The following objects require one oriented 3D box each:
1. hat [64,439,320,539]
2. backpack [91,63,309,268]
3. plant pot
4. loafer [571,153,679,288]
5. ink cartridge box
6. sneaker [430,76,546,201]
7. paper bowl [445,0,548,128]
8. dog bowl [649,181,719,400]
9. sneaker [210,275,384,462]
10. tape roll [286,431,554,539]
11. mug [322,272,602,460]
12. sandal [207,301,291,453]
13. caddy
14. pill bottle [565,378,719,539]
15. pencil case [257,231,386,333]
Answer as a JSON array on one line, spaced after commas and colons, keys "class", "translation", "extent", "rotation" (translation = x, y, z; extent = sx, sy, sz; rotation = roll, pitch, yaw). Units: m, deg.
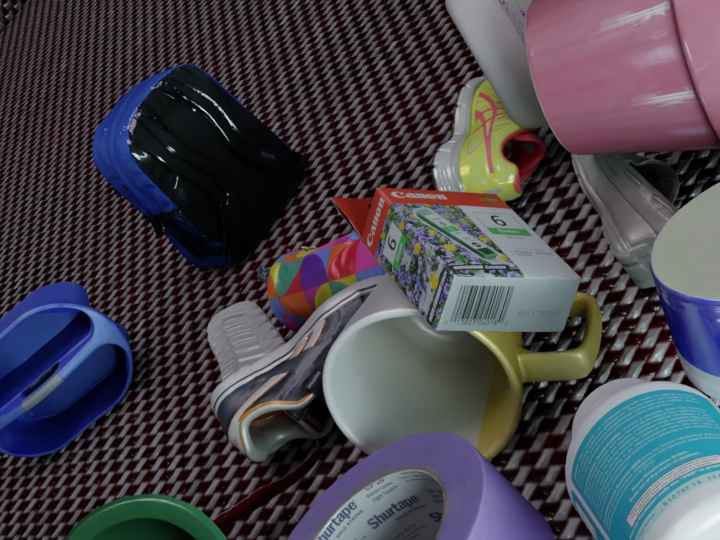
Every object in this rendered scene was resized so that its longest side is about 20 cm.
[{"class": "hat", "translation": [-0.129, 0.253, 1.474], "extent": [0.200, 0.166, 0.176], "rotation": [-20, -7, 19]}, {"class": "backpack", "translation": [-0.196, -0.114, 1.976], "extent": [0.168, 0.200, 0.163], "rotation": [-10, 42, 51]}, {"class": "plant pot", "translation": [0.230, -0.170, 1.363], "extent": [0.179, 0.200, 0.200], "rotation": [-13, 36, 26]}, {"class": "loafer", "translation": [0.217, -0.059, 1.414], "extent": [0.070, 0.070, 0.200], "rotation": [-33, 34, 12]}, {"class": "ink cartridge box", "translation": [0.066, -0.025, 1.344], "extent": [0.200, 0.109, 0.050], "rotation": [52, 133, 51]}, {"class": "sneaker", "translation": [0.129, -0.114, 1.641], "extent": [0.090, 0.078, 0.200], "rotation": [-5, 35, 21]}, {"class": "paper bowl", "translation": [0.148, -0.206, 1.571], "extent": [0.104, 0.201, 0.201], "rotation": [-30, 26, 7]}, {"class": "dog bowl", "translation": [0.285, -0.001, 1.122], "extent": [0.200, 0.079, 0.200], "rotation": [-20, 23, 9]}, {"class": "sneaker", "translation": [-0.031, 0.090, 1.539], "extent": [0.200, 0.078, 0.079], "rotation": [-38, 48, 7]}, {"class": "tape roll", "translation": [0.031, 0.214, 1.240], "extent": [0.200, 0.085, 0.200], "rotation": [-35, 25, 19]}, {"class": "mug", "translation": [0.077, 0.061, 1.392], "extent": [0.153, 0.187, 0.149], "rotation": [-67, -1, -57]}, {"class": "sandal", "translation": [-0.088, 0.101, 1.651], "extent": [0.082, 0.050, 0.203], "rotation": [-25, 39, 6]}, {"class": "caddy", "translation": [-0.332, 0.108, 1.906], "extent": [0.200, 0.141, 0.105], "rotation": [-40, 21, 12]}, {"class": "pill bottle", "translation": [0.190, 0.137, 1.081], "extent": [0.111, 0.111, 0.200], "rotation": [-42, 25, 6]}, {"class": "pencil case", "translation": [0.000, 0.000, 1.628], "extent": [0.200, 0.088, 0.088], "rotation": [-15, 37, 43]}]
